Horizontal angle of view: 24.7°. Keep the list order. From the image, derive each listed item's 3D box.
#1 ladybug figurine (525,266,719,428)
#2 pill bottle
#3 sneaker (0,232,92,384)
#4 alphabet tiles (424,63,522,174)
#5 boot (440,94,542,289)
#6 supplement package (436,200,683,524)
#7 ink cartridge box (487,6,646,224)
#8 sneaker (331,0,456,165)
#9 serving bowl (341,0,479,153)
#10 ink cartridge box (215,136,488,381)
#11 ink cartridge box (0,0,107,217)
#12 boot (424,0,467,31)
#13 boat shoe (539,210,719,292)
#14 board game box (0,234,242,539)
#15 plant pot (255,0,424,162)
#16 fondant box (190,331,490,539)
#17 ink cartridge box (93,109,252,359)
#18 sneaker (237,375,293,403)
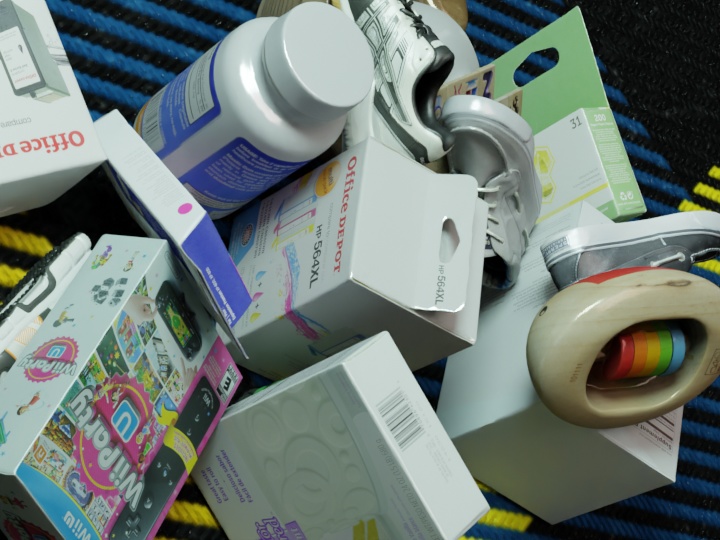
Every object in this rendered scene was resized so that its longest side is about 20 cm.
[{"bbox_3d":[0.206,0.053,1.265,0.199,0.137,0.072,1,30,-33],"label":"ladybug figurine"},{"bbox_3d":[-0.079,-0.122,1.236,0.111,0.200,0.113,17,61,-33],"label":"pill bottle"},{"bbox_3d":[-0.222,0.058,1.116,0.080,0.074,0.200,51,46,-14],"label":"sneaker"},{"bbox_3d":[0.095,-0.088,1.395,0.200,0.007,0.169,-32,127,-58],"label":"alphabet tiles"},{"bbox_3d":[0.105,-0.056,1.331,0.200,0.073,0.096,53,47,-59],"label":"boot"},{"bbox_3d":[0.177,0.082,1.408,0.150,0.151,0.201,33,52,-25],"label":"supplement package"},{"bbox_3d":[0.168,-0.119,1.500,0.048,0.145,0.201,-8,76,-41],"label":"ink cartridge box"},{"bbox_3d":[0.032,-0.176,1.259,0.076,0.087,0.202,-10,94,-64],"label":"sneaker"},{"bbox_3d":[0.057,-0.125,1.385,0.200,0.065,0.202,-33,128,-56],"label":"serving bowl"},{"bbox_3d":[0.000,0.000,1.252,0.125,0.199,0.129,27,54,-30],"label":"ink cartridge box"},{"bbox_3d":[-0.285,-0.139,1.143,0.145,0.084,0.201,-19,84,-45],"label":"ink cartridge box"},{"bbox_3d":[0.073,-0.315,1.557,0.073,0.075,0.202,1,71,-43],"label":"boot"},{"bbox_3d":[0.235,-0.004,1.342,0.199,0.072,0.068,-6,71,-39],"label":"boat shoe"},{"bbox_3d":[-0.170,0.099,1.098,0.201,0.064,0.148,-61,141,-34],"label":"board game box"},{"bbox_3d":[-0.027,-0.190,1.368,0.201,0.092,0.202,-34,129,-56],"label":"plant pot"},{"bbox_3d":[-0.024,0.145,1.162,0.058,0.199,0.145,-34,94,-46],"label":"fondant box"},{"bbox_3d":[-0.129,-0.028,1.159,0.037,0.200,0.095,-32,135,-9],"label":"ink cartridge box"},{"bbox_3d":[0.001,0.146,1.268,0.199,0.085,0.079,32,52,-28],"label":"sneaker"}]
